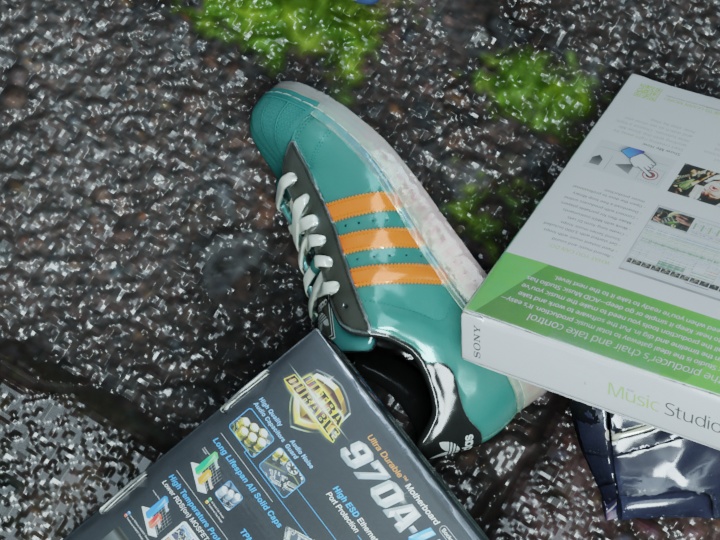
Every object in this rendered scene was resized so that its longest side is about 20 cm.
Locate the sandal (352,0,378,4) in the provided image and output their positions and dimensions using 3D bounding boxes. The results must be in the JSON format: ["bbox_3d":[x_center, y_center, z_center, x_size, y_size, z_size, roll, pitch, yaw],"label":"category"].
[{"bbox_3d":[0.042,-0.222,1.005,0.087,0.080,0.201,24,72,1],"label":"sandal"}]

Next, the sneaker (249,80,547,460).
[{"bbox_3d":[0.000,0.000,0.922,0.080,0.071,0.200,-35,77,-19],"label":"sneaker"}]

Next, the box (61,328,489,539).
[{"bbox_3d":[-0.017,0.152,0.857,0.159,0.046,0.200,-40,76,2],"label":"box"}]

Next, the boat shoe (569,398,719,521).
[{"bbox_3d":[0.195,0.066,0.922,0.198,0.075,0.094,-7,85,-5],"label":"boat shoe"}]

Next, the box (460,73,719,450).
[{"bbox_3d":[0.152,-0.008,0.898,0.143,0.037,0.200,19,44,22],"label":"box"}]
